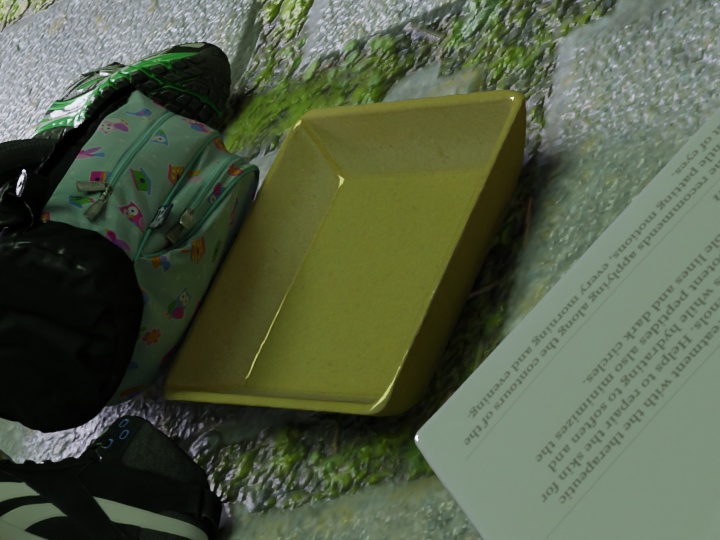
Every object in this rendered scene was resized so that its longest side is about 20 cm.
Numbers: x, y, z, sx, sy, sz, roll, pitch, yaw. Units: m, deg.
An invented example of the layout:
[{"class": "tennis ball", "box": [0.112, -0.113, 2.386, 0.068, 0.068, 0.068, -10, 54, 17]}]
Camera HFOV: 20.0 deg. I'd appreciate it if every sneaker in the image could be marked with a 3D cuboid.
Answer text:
[{"class": "sneaker", "box": [-0.165, -0.119, 1.426, 0.199, 0.078, 0.086, -20, 43, 39]}, {"class": "sneaker", "box": [-0.174, 0.122, 1.130, 0.073, 0.198, 0.113, 114, 176, -51]}]

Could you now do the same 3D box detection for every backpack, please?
[{"class": "backpack", "box": [-0.145, -0.011, 1.206, 0.167, 0.126, 0.201, -58, 1, 42]}]

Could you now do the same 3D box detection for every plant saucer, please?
[{"class": "plant saucer", "box": [0.000, 0.000, 1.140, 0.199, 0.048, 0.201, 0, 57, 50]}]

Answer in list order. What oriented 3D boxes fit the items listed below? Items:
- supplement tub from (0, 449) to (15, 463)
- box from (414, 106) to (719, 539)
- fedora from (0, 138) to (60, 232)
[{"class": "supplement tub", "box": [-0.286, 0.143, 1.191, 0.144, 0.199, 0.145, -38, 31, 27]}, {"class": "box", "box": [0.170, 0.079, 0.723, 0.199, 0.200, 0.171, -47, 32, 4]}, {"class": "fedora", "box": [-0.210, 0.016, 1.309, 0.092, 0.199, 0.202, 119, 169, -57]}]
